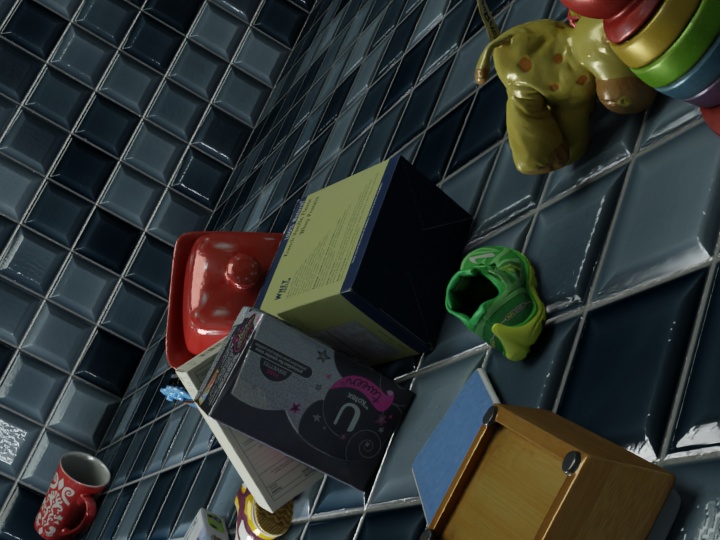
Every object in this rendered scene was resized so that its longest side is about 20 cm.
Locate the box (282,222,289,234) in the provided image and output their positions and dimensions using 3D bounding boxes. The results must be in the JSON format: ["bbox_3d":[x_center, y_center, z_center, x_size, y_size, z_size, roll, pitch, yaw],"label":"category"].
[{"bbox_3d":[-0.079,0.056,1.581,0.124,0.097,0.200,23,82,31],"label":"box"}]

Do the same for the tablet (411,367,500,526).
[{"bbox_3d":[0.097,0.180,1.042,0.130,0.014,0.200,-58,14,13],"label":"tablet"}]

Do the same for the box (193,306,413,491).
[{"bbox_3d":[-0.064,0.142,1.278,0.132,0.200,0.115,-62,17,-6],"label":"box"}]

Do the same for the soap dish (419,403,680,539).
[{"bbox_3d":[0.125,0.182,0.812,0.158,0.081,0.200,-61,16,-2],"label":"soap dish"}]

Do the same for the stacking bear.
[{"bbox_3d":[0.242,-0.205,0.902,0.122,0.200,0.114,-60,15,4],"label":"stacking bear"}]

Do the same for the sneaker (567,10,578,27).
[{"bbox_3d":[0.248,-0.261,1.205,0.200,0.090,0.078,-51,19,39],"label":"sneaker"}]

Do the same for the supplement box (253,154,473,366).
[{"bbox_3d":[0.000,0.000,1.373,0.200,0.134,0.200,-19,41,47],"label":"supplement box"}]

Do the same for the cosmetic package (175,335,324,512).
[{"bbox_3d":[-0.125,0.178,1.373,0.103,0.200,0.073,-32,8,-19],"label":"cosmetic package"}]

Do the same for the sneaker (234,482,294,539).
[{"bbox_3d":[-0.124,0.270,1.487,0.090,0.075,0.200,-41,23,40],"label":"sneaker"}]

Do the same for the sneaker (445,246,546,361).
[{"bbox_3d":[0.126,0.015,1.111,0.074,0.083,0.200,-57,15,14],"label":"sneaker"}]

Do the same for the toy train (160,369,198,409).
[{"bbox_3d":[-0.293,0.210,2.077,0.087,0.114,0.200,-68,16,-14],"label":"toy train"}]

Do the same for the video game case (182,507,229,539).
[{"bbox_3d":[-0.250,0.460,1.608,0.200,0.045,0.181,-61,14,1],"label":"video game case"}]

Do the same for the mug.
[{"bbox_3d":[-0.723,0.577,2.806,0.200,0.133,0.178,-59,13,18],"label":"mug"}]

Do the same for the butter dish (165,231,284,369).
[{"bbox_3d":[-0.150,0.023,1.459,0.148,0.199,0.200,103,169,-69],"label":"butter dish"}]

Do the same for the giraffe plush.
[{"bbox_3d":[0.222,-0.202,1.100,0.162,0.200,0.173,-8,44,35],"label":"giraffe plush"}]
